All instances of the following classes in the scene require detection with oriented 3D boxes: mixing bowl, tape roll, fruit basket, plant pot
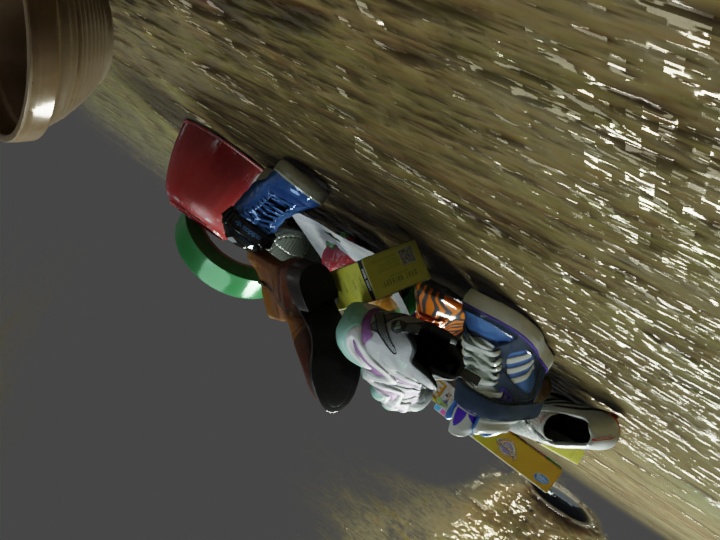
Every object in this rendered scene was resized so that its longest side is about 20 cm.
[{"bbox_3d":[-0.208,-0.115,1.123,0.200,0.108,0.200,36,174,4],"label":"mixing bowl"},{"bbox_3d":[-0.193,-0.048,1.228,0.200,0.048,0.201,23,-140,-21],"label":"tape roll"},{"bbox_3d":[0.000,0.000,1.088,0.185,0.094,0.200,29,155,40],"label":"fruit basket"},{"bbox_3d":[-0.284,-0.218,0.687,0.093,0.201,0.201,-13,-150,-39],"label":"plant pot"}]

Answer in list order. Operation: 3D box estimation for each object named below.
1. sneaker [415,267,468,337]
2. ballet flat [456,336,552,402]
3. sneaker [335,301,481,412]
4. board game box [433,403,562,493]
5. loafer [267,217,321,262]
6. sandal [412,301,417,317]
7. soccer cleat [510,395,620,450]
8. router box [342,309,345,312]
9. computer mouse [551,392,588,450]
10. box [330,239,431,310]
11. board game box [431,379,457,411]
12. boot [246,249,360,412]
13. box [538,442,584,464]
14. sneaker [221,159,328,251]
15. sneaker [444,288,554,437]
[{"bbox_3d":[0.089,0.073,0.938,0.078,0.112,0.200,32,172,23],"label":"sneaker"},{"bbox_3d":[0.172,0.109,1.055,0.200,0.068,0.072,35,155,37],"label":"ballet flat"},{"bbox_3d":[0.072,0.111,0.838,0.140,0.078,0.200,7,154,35],"label":"sneaker"},{"bbox_3d":[0.212,0.257,1.178,0.200,0.040,0.153,35,178,17],"label":"board game box"},{"bbox_3d":[-0.110,-0.043,1.175,0.070,0.075,0.200,41,-171,18],"label":"loafer"},{"bbox_3d":[0.064,0.064,1.261,0.203,0.050,0.082,36,173,-11],"label":"sandal"},{"bbox_3d":[0.248,0.201,1.036,0.085,0.069,0.200,2,-177,-45],"label":"soccer cleat"},{"bbox_3d":[0.072,0.121,1.328,0.200,0.052,0.157,47,-169,37],"label":"router box"},{"bbox_3d":[0.266,0.185,1.147,0.140,0.046,0.200,33,-174,-20],"label":"computer mouse"},{"bbox_3d":[0.000,0.013,0.909,0.200,0.075,0.050,-22,90,66],"label":"box"},{"bbox_3d":[0.126,0.152,1.114,0.134,0.034,0.200,37,-169,22],"label":"board game box"},{"bbox_3d":[-0.084,0.069,0.958,0.200,0.068,0.188,10,123,62],"label":"boot"},{"bbox_3d":[0.325,0.278,1.323,0.075,0.050,0.200,29,175,41],"label":"box"},{"bbox_3d":[-0.111,-0.070,0.939,0.077,0.111,0.200,38,172,-21],"label":"sneaker"},{"bbox_3d":[0.142,0.122,0.875,0.081,0.146,0.200,29,171,40],"label":"sneaker"}]
